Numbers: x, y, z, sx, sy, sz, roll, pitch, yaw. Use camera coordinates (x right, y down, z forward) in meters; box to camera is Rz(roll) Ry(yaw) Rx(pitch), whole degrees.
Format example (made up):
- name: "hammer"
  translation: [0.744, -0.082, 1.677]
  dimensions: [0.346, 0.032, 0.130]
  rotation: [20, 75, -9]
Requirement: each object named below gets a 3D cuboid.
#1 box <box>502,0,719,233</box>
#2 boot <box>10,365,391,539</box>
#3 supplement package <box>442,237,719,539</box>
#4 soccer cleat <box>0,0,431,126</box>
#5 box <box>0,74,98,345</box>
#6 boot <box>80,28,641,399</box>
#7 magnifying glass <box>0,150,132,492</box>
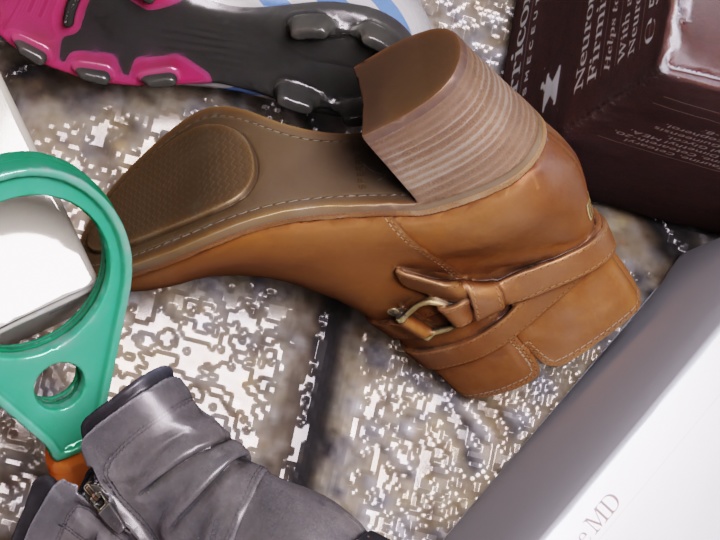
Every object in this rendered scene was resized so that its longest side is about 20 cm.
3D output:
- name: "box"
  translation: [0.166, -0.113, 0.850]
  dimensions: [0.163, 0.200, 0.167]
  rotation: [12, 78, -13]
- name: "boot"
  translation: [-0.078, 0.145, 0.784]
  dimensions: [0.131, 0.070, 0.201]
  rotation: [33, 98, 14]
- name: "supplement package"
  translation: [0.128, 0.089, 0.838]
  dimensions: [0.111, 0.156, 0.200]
  rotation: [42, 76, -3]
- name: "soccer cleat"
  translation: [-0.068, -0.112, 0.872]
  dimensions: [0.199, 0.087, 0.070]
  rotation: [16, 124, -6]
- name: "box"
  translation: [-0.175, -0.065, 0.831]
  dimensions: [0.068, 0.082, 0.201]
  rotation: [-25, 87, -15]
- name: "boot"
  translation: [0.000, 0.000, 0.860]
  dimensions: [0.155, 0.199, 0.074]
  rotation: [48, 36, -37]
- name: "magnifying glass"
  translation: [-0.111, 0.047, 0.802]
  dimensions: [0.079, 0.022, 0.201]
  rotation: [-23, 125, -17]
